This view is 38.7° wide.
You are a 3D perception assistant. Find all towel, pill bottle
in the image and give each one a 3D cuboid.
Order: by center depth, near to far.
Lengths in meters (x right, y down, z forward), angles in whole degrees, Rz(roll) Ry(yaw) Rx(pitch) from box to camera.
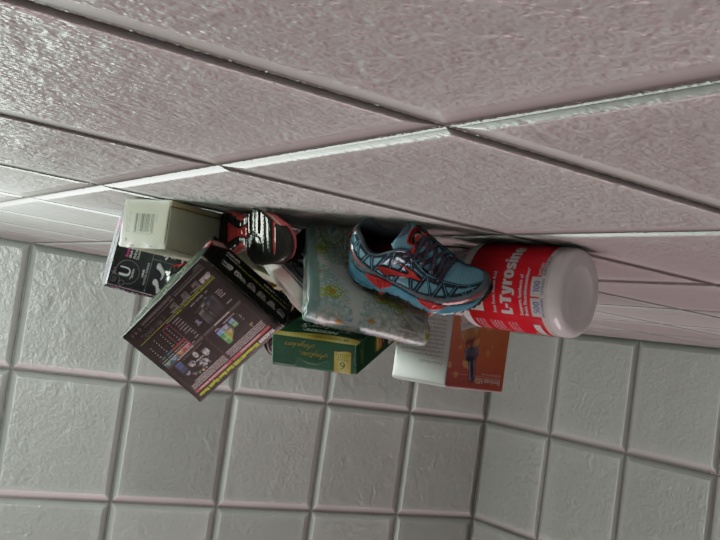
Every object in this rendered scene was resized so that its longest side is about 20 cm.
[{"bbox_3d":[0.198,0.022,1.334,0.198,0.114,0.111,4,175,41],"label":"pill bottle"},{"bbox_3d":[0.005,0.013,1.375,0.168,0.049,0.201,11,-143,-10],"label":"towel"}]

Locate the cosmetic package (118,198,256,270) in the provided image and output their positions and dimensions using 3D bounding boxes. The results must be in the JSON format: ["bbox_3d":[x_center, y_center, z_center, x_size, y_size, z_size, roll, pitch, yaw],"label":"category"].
[{"bbox_3d":[-0.252,-0.052,1.536,0.102,0.074,0.199,5,175,34],"label":"cosmetic package"}]

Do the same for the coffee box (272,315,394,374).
[{"bbox_3d":[-0.028,0.087,1.388,0.121,0.045,0.200,7,-166,20],"label":"coffee box"}]

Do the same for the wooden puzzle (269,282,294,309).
[{"bbox_3d":[-0.159,0.063,1.767,0.198,0.047,0.185,-30,172,7],"label":"wooden puzzle"}]

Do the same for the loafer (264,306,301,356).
[{"bbox_3d":[-0.079,0.081,1.541,0.071,0.074,0.198,35,-151,34],"label":"loafer"}]

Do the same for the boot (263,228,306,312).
[{"bbox_3d":[-0.082,-0.009,1.461,0.073,0.090,0.200,57,174,-25],"label":"boot"}]

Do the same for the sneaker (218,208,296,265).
[{"bbox_3d":[-0.125,-0.052,1.427,0.086,0.075,0.199,-1,-171,-31],"label":"sneaker"}]

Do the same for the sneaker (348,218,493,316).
[{"bbox_3d":[0.069,-0.009,1.281,0.197,0.080,0.097,14,135,21],"label":"sneaker"}]

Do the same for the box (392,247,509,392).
[{"bbox_3d":[0.146,0.075,1.560,0.105,0.204,0.151,5,175,43],"label":"box"}]

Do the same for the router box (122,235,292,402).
[{"bbox_3d":[-0.214,0.070,1.434,0.150,0.200,0.062,42,-152,-14],"label":"router box"}]

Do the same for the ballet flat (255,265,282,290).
[{"bbox_3d":[-0.180,-0.010,1.648,0.198,0.076,0.068,24,159,21],"label":"ballet flat"}]

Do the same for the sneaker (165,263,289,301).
[{"bbox_3d":[-0.199,0.052,1.508,0.198,0.097,0.079,21,173,-28],"label":"sneaker"}]

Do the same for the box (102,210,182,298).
[{"bbox_3d":[-0.368,-0.025,1.738,0.113,0.134,0.200,15,175,-16],"label":"box"}]

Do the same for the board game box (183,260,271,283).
[{"bbox_3d":[-0.232,0.004,1.829,0.034,0.137,0.199,-10,165,37],"label":"board game box"}]
